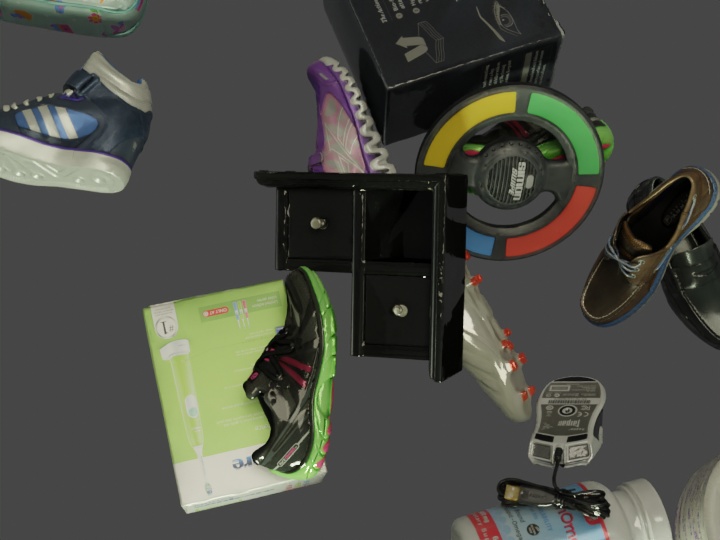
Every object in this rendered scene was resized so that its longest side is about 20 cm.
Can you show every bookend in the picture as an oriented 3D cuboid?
[{"bbox_3d":[0.000,0.000,1.284,0.199,0.092,0.200,3,95,18],"label":"bookend"}]

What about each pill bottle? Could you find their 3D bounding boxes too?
[{"bbox_3d":[0.196,0.270,1.256,0.199,0.109,0.109,-15,76,-8],"label":"pill bottle"}]

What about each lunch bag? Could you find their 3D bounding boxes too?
[{"bbox_3d":[-0.318,-0.345,1.406,0.199,0.077,0.161,8,73,-2],"label":"lunch bag"}]

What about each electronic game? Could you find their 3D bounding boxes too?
[{"bbox_3d":[0.155,-0.100,1.336,0.199,0.042,0.201,-2,118,-4],"label":"electronic game"}]

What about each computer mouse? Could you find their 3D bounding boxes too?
[{"bbox_3d":[0.206,0.176,1.275,0.109,0.044,0.200,-2,30,22],"label":"computer mouse"}]

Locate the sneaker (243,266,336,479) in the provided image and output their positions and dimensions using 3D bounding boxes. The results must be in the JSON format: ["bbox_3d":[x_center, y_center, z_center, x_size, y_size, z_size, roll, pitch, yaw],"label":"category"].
[{"bbox_3d":[-0.066,0.093,1.206,0.083,0.077,0.201,5,77,-5],"label":"sneaker"}]

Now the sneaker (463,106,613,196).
[{"bbox_3d":[0.171,-0.135,1.395,0.199,0.077,0.084,-6,47,-3],"label":"sneaker"}]

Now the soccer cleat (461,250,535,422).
[{"bbox_3d":[0.114,0.072,1.334,0.077,0.069,0.201,-29,84,19],"label":"soccer cleat"}]

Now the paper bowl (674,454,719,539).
[{"bbox_3d":[0.417,0.259,1.251,0.200,0.104,0.202,8,60,-14],"label":"paper bowl"}]

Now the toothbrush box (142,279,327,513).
[{"bbox_3d":[-0.126,0.126,1.285,0.145,0.086,0.201,-12,75,-8],"label":"toothbrush box"}]

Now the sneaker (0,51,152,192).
[{"bbox_3d":[-0.320,-0.169,1.362,0.199,0.081,0.147,11,66,2],"label":"sneaker"}]

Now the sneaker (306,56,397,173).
[{"bbox_3d":[-0.022,-0.131,1.371,0.088,0.081,0.201,-23,78,-2],"label":"sneaker"}]

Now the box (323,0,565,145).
[{"bbox_3d":[0.082,-0.268,1.378,0.199,0.118,0.197,-18,66,-9],"label":"box"}]

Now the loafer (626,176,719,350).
[{"bbox_3d":[0.349,-0.008,1.363,0.068,0.070,0.201,-26,78,-10],"label":"loafer"}]

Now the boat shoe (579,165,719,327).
[{"bbox_3d":[0.285,-0.027,1.323,0.072,0.072,0.200,42,109,27],"label":"boat shoe"}]
